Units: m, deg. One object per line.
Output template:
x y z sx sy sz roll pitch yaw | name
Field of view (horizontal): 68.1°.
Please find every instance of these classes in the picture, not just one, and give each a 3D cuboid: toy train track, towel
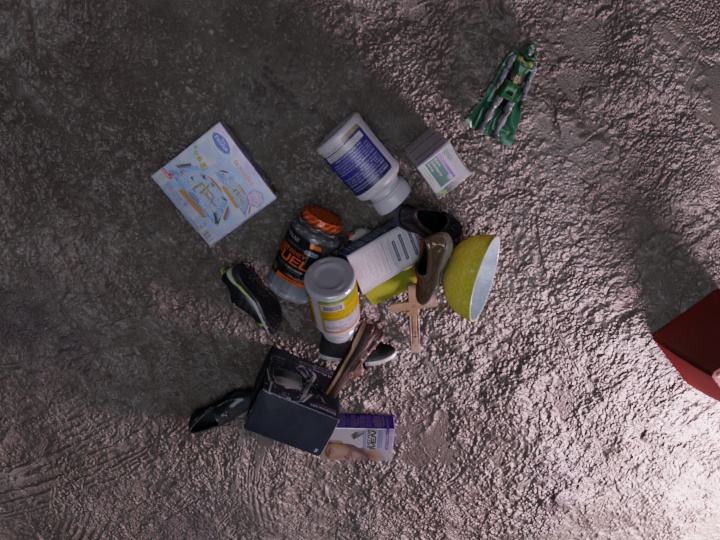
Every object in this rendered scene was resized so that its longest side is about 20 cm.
0.130 0.114 1.318 0.113 0.033 0.203 -7 120 -2 | toy train track
0.103 0.019 1.261 0.198 0.018 0.086 -25 142 6 | towel

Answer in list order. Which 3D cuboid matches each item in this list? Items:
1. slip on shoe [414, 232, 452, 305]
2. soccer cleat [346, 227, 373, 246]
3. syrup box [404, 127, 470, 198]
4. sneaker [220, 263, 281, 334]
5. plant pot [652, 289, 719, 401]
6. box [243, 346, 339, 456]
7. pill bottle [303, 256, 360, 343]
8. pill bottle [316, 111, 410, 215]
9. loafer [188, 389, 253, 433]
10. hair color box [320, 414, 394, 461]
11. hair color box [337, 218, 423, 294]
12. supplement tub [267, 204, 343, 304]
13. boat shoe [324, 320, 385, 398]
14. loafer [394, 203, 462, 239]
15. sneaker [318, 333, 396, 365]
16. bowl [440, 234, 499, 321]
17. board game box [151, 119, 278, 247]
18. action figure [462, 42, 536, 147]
0.146 0.001 1.178 0.060 0.077 0.201 -7 140 -21 | slip on shoe
0.000 0.000 1.251 0.076 0.069 0.203 5 110 -8 | soccer cleat
0.152 -0.225 1.090 0.081 0.201 0.079 -37 110 13 | syrup box
-0.264 0.068 1.282 0.082 0.072 0.202 -16 113 31 | sneaker
0.888 0.208 1.299 0.200 0.177 0.200 -40 107 14 | plant pot
-0.161 0.315 1.302 0.198 0.197 0.125 24 110 -11 | box
-0.057 0.074 1.175 0.109 0.112 0.201 -5 141 1 | pill bottle
0.012 -0.221 1.131 0.119 0.120 0.200 -39 108 13 | pill bottle
-0.357 0.372 1.387 0.198 0.071 0.069 -25 111 8 | loafer
-0.010 0.450 1.433 0.197 0.065 0.111 2 113 -1 | hair color box
0.057 -0.042 1.196 0.198 0.060 0.101 -30 113 -17 | hair color box
-0.122 -0.037 1.200 0.121 0.123 0.202 23 109 -11 | supplement tub
-0.012 0.220 1.259 0.070 0.070 0.202 29 97 -5 | boat shoe
0.163 -0.101 1.168 0.198 0.063 0.073 11 86 -38 | loafer
-0.007 0.173 1.315 0.197 0.071 0.101 3 117 2 | sneaker
0.235 0.005 1.212 0.106 0.200 0.203 18 114 23 | bowl
-0.318 -0.188 1.177 0.198 0.041 0.201 -32 109 11 | board game box
0.312 -0.377 1.115 0.117 0.055 0.202 23 106 -7 | action figure
